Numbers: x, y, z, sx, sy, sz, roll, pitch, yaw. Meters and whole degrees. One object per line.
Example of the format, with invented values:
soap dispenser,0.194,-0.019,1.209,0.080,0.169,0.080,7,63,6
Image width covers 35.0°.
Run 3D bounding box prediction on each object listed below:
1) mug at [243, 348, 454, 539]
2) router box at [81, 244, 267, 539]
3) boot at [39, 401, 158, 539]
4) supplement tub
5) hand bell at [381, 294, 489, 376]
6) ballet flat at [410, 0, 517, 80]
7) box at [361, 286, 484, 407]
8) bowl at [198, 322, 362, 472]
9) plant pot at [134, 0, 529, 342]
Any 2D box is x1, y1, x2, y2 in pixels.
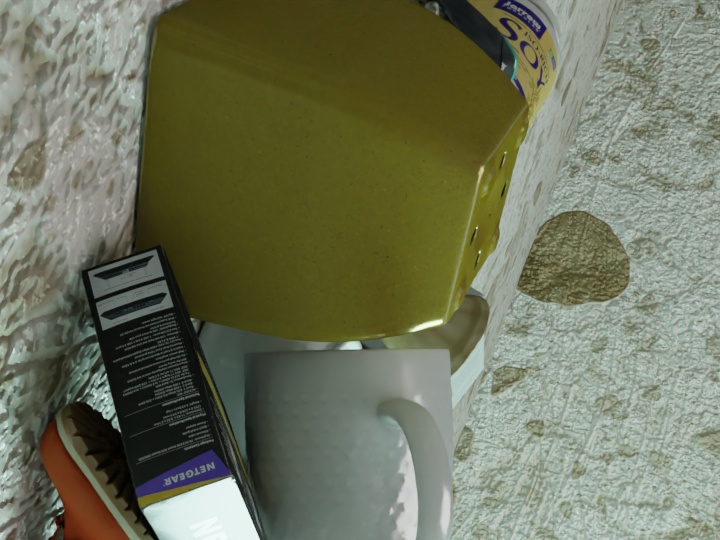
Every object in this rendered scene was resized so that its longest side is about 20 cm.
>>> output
mug,0.004,0.142,0.780,0.200,0.147,0.176,-11,-100,63
router box,-0.103,0.107,0.689,0.200,0.052,0.158,81,-12,-54
boot,-0.167,0.175,0.701,0.075,0.107,0.201,-115,-174,-62
supplement tub,0.124,-0.201,1.183,0.200,0.145,0.146,-56,160,-47
hand bell,0.000,0.000,0.918,0.104,0.200,0.104,-41,-160,18
ballet flat,0.032,-0.193,0.829,0.073,0.200,0.073,-27,148,-19
box,0.032,0.060,1.127,0.106,0.152,0.200,-50,160,-15
bowl,-0.057,0.088,0.940,0.201,0.090,0.202,16,90,-72
plant pot,-0.007,-0.066,0.736,0.194,0.199,0.196,-50,157,-55
